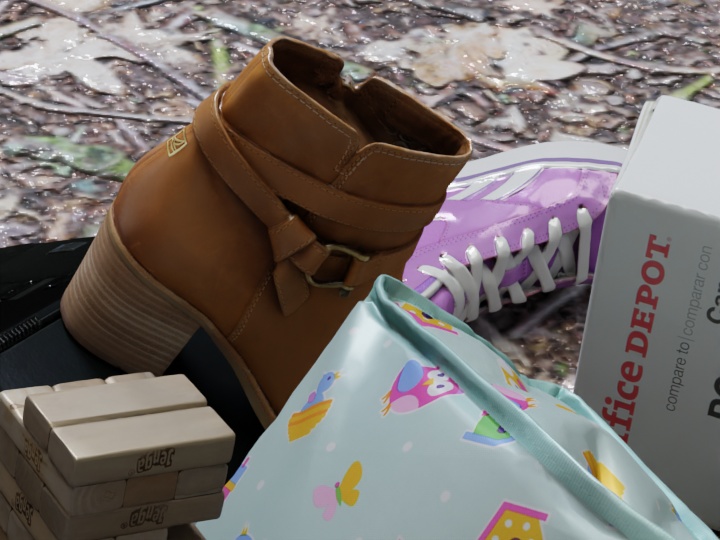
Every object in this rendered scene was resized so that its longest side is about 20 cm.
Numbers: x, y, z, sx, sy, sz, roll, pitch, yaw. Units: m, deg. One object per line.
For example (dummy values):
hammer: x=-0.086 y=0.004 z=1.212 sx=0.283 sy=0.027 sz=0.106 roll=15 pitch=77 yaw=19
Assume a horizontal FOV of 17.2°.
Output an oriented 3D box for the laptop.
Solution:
laptop: x=-0.120 y=0.055 z=0.979 sx=0.199 sy=0.104 sz=0.177 roll=-6 pitch=14 yaw=29

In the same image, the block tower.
block tower: x=-0.087 y=0.124 z=0.733 sx=0.058 sy=0.201 sz=0.054 roll=-6 pitch=33 yaw=-32

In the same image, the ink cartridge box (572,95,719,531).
ink cartridge box: x=0.185 y=0.034 z=0.908 sx=0.199 sy=0.146 sz=0.083 roll=16 pitch=36 yaw=13

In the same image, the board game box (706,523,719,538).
board game box: x=0.141 y=0.099 z=0.960 sx=0.199 sy=0.028 sz=0.135 roll=-10 pitch=37 yaw=-24

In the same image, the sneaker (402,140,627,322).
sneaker: x=0.053 y=0.004 z=1.060 sx=0.199 sy=0.073 sz=0.115 roll=-5 pitch=36 yaw=-1

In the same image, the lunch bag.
lunch bag: x=0.032 y=0.122 z=0.744 sx=0.122 sy=0.171 sz=0.200 roll=33 pitch=5 yaw=-35

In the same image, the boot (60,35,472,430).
boot: x=0.000 y=0.000 z=0.927 sx=0.199 sy=0.155 sz=0.074 roll=20 pitch=37 yaw=-30
